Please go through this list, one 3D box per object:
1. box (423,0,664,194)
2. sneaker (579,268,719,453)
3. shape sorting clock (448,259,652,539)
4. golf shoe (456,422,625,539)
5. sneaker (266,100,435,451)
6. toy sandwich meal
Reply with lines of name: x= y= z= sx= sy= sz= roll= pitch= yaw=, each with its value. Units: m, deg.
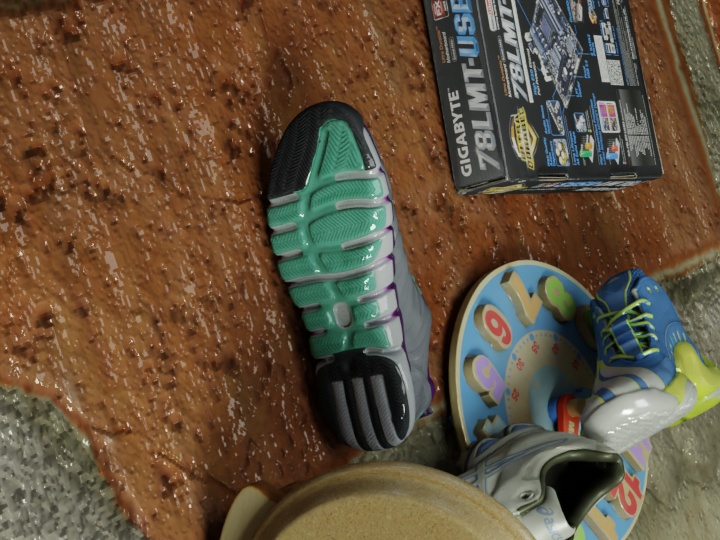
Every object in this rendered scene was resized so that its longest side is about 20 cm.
box: x=0.120 y=-0.152 z=1.433 sx=0.198 sy=0.050 sz=0.200 roll=-5 pitch=83 yaw=-51
sneaker: x=0.167 y=0.056 z=1.354 sx=0.105 sy=0.076 sz=0.200 roll=61 pitch=18 yaw=10
shape sorting clock: x=0.126 y=0.090 z=1.370 sx=0.200 sy=0.039 sz=0.200 roll=21 pitch=62 yaw=-47
golf shoe: x=0.071 y=0.149 z=1.222 sx=0.200 sy=0.097 sz=0.078 roll=-39 pitch=109 yaw=-36
sneaker: x=0.000 y=0.000 z=1.230 sx=0.088 sy=0.074 sz=0.200 roll=-22 pitch=106 yaw=-66
toy sandwich meal: x=0.020 y=0.182 z=1.084 sx=0.070 sy=0.205 sz=0.206 roll=-27 pitch=100 yaw=-66
